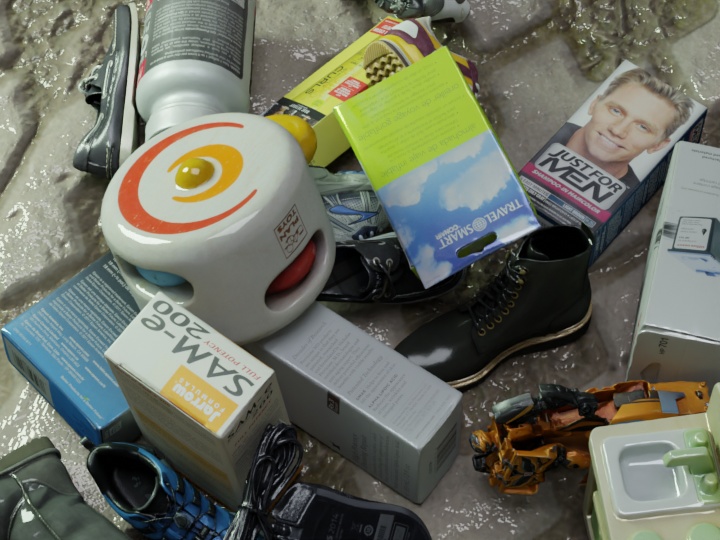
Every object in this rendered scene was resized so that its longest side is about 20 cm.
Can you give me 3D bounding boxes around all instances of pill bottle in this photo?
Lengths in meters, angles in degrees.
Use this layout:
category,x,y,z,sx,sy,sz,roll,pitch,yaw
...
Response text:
category,x,y,z,sx,sy,sz,roll,pitch,yaw
pill bottle,-0.160,-0.193,1.786,0.110,0.111,0.201,1,55,1

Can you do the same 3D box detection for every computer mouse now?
category,x,y,z,sx,sy,sz,roll,pitch,yaw
computer mouse,-0.027,0.214,1.504,0.199,0.053,0.139,26,77,-31

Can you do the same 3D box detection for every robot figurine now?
category,x,y,z,sx,sy,sz,roll,pitch,yaw
robot figurine,0.190,0.141,1.546,0.199,0.145,0.059,-6,58,-12

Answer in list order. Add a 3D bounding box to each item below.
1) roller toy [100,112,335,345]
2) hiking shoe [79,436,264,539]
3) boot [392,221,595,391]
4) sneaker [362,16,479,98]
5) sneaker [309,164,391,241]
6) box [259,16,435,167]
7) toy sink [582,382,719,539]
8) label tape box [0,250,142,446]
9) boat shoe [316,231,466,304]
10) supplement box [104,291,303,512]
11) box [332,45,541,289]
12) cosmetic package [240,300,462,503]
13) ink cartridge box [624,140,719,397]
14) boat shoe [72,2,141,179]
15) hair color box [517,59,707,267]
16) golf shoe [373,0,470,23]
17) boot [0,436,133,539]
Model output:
category,x,y,z,sx,sy,sz,roll,pitch,yaw
roller toy,-0.120,-0.040,1.567,0.199,0.140,0.183,-18,42,3
hiking shoe,-0.151,0.212,1.523,0.199,0.087,0.075,32,88,23
boot,0.113,0.027,1.620,0.199,0.139,0.078,-24,59,-13
sneaker,0.091,-0.150,1.746,0.090,0.075,0.201,-36,95,-33
sneaker,-0.013,-0.052,1.720,0.199,0.077,0.086,4,92,-15
box,-0.013,-0.168,1.792,0.200,0.050,0.075,-39,40,-22
toy sink,0.243,0.196,1.469,0.111,0.200,0.131,-7,57,-4
label tape box,-0.198,0.055,1.651,0.200,0.063,0.144,-37,63,-23
boat shoe,0.000,0.000,1.659,0.199,0.070,0.066,5,17,-7
supplement box,-0.125,0.118,1.523,0.126,0.200,0.074,33,70,20
box,0.071,-0.087,1.641,0.121,0.048,0.201,-28,67,5
cosmetic package,-0.010,0.105,1.593,0.199,0.102,0.074,30,60,20
ink cartridge box,0.290,0.013,1.621,0.085,0.147,0.201,11,58,6
boat shoe,-0.247,-0.180,1.803,0.062,0.073,0.201,1,61,-2
hair color box,0.232,-0.101,1.749,0.100,0.061,0.200,34,62,20
golf shoe,0.039,-0.302,1.888,0.094,0.078,0.200,14,26,-37
boot,-0.269,0.252,1.528,0.181,0.073,0.200,-33,69,-17
